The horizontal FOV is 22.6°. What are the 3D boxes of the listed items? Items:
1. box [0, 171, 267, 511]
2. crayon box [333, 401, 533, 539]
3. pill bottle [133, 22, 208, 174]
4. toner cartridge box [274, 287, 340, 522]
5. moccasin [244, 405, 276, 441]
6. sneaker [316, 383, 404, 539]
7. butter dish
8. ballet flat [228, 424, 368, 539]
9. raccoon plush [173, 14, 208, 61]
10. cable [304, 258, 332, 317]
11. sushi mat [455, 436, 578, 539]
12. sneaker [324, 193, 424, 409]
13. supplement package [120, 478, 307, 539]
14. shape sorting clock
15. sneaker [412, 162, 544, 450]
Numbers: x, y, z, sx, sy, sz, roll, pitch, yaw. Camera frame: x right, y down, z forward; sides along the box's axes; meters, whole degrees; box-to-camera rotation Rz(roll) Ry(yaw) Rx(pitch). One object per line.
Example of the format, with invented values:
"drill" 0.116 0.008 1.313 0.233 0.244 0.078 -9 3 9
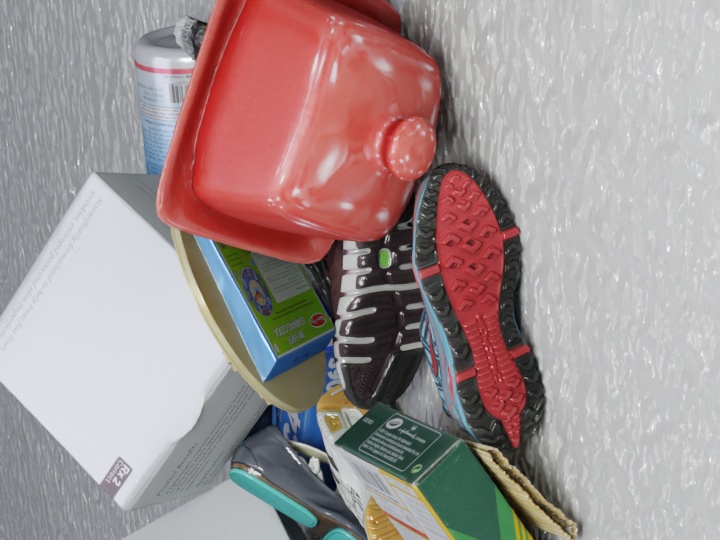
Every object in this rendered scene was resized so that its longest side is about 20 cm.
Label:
"box" -0.172 0.055 1.491 0.200 0.130 0.200 42 108 19
"crayon box" 0.076 0.193 1.292 0.201 0.051 0.125 56 163 -23
"pill bottle" -0.138 -0.110 1.594 0.109 0.108 0.202 32 130 57
"toner cartridge box" -0.052 0.118 1.607 0.095 0.043 0.202 -126 32 -44
"moccasin" -0.111 0.078 1.579 0.080 0.068 0.202 -145 47 -58
"sneaker" 0.028 0.186 1.458 0.088 0.075 0.201 86 162 -58
"butter dish" -0.013 -0.097 1.221 0.147 0.199 0.202 20 93 37
"ballet flat" -0.019 0.201 1.525 0.199 0.073 0.073 39 154 -6
"raccoon plush" -0.094 -0.114 1.455 0.200 0.096 0.135 31 102 54
"cable" -0.022 -0.014 1.488 0.201 0.050 0.097 59 158 13
"sushi mat" 0.079 0.147 1.310 0.096 0.012 0.200 45 166 -19
"sneaker" 0.000 0.000 1.413 0.115 0.075 0.202 -154 65 -66
"supplement package" -0.126 0.307 1.610 0.148 0.190 0.200 61 179 26
"shape sorting clock" -0.081 0.010 1.304 0.200 0.039 0.201 51 -160 -26
"sneaker" 0.064 0.025 1.264 0.095 0.079 0.202 -170 69 -66
